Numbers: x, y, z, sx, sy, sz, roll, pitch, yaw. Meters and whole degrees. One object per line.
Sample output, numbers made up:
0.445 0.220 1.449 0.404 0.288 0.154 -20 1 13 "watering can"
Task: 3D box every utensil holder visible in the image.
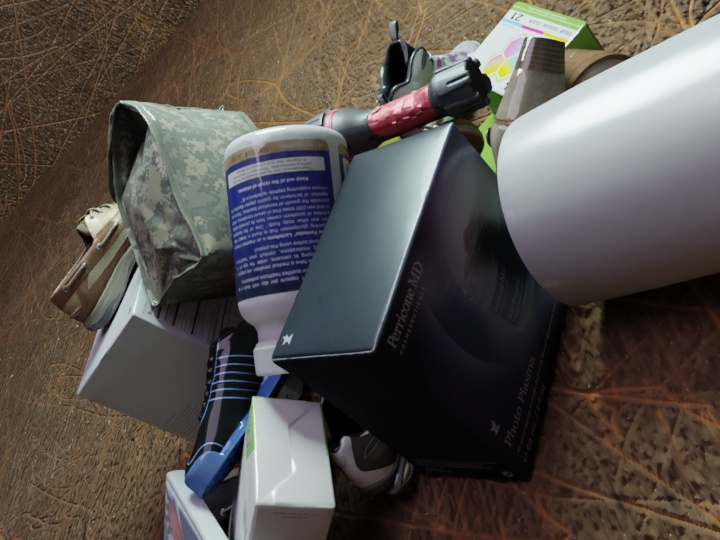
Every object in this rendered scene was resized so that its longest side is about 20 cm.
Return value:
0.222 -0.073 0.561 0.198 0.169 0.173 -22 41 43 "utensil holder"

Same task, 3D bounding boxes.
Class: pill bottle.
-0.057 -0.014 0.688 0.114 0.114 0.206 -13 81 45 "pill bottle"

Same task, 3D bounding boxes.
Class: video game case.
-0.140 0.305 0.683 0.199 0.022 0.188 25 113 59 "video game case"

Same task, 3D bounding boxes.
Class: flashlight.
0.033 -0.160 0.799 0.196 0.068 0.069 -18 43 31 "flashlight"

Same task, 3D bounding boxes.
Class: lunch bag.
-0.161 -0.080 0.802 0.117 0.162 0.204 -35 72 37 "lunch bag"

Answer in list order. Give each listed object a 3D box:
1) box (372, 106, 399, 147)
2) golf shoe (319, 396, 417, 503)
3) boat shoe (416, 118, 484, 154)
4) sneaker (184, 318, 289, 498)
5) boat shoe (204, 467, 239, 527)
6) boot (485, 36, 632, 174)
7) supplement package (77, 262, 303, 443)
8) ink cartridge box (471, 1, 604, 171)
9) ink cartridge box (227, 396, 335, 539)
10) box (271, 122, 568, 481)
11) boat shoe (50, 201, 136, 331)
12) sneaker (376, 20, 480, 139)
-0.046 -0.115 0.917 0.198 0.051 0.075 -34 1 4 "box"
0.010 0.107 0.721 0.077 0.094 0.203 -34 33 26 "golf shoe"
0.063 -0.125 0.874 0.199 0.072 0.064 -29 51 51 "boat shoe"
-0.121 0.111 0.739 0.202 0.077 0.071 -59 -8 -27 "sneaker"
-0.107 0.230 0.796 0.197 0.072 0.064 -25 76 31 "boat shoe"
0.194 -0.130 0.722 0.070 0.196 0.151 20 109 53 "boot"
-0.179 0.079 0.867 0.152 0.197 0.153 -45 28 34 "supplement package"
0.155 -0.176 0.839 0.200 0.075 0.148 -47 31 6 "ink cartridge box"
-0.076 0.227 0.683 0.118 0.065 0.204 -104 24 -54 "ink cartridge box"
0.062 0.032 0.627 0.122 0.198 0.204 -11 48 46 "box"
-0.268 -0.039 0.837 0.075 0.071 0.204 -20 47 59 "boat shoe"
0.080 -0.252 0.944 0.077 0.140 0.203 -12 40 44 "sneaker"
